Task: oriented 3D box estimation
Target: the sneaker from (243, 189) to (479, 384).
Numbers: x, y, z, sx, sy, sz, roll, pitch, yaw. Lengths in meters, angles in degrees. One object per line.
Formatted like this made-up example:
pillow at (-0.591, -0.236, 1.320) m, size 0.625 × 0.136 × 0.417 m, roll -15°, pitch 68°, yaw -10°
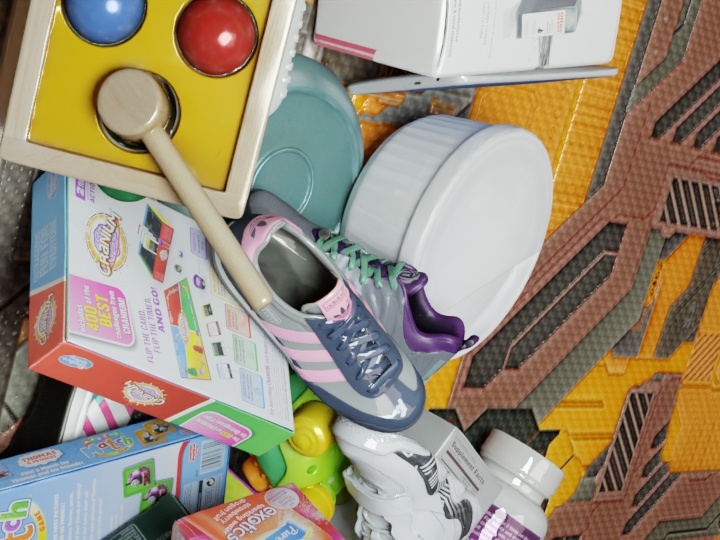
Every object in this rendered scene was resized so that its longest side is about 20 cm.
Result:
sneaker at (0.000, 0.000, 1.076) m, size 0.200 × 0.087 × 0.075 m, roll 45°, pitch 34°, yaw -13°

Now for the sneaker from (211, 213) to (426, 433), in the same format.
sneaker at (-0.020, 0.040, 1.006) m, size 0.200 × 0.082 × 0.070 m, roll 44°, pitch 69°, yaw -13°

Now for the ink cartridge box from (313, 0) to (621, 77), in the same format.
ink cartridge box at (0.085, -0.206, 1.109) m, size 0.199 × 0.145 × 0.086 m, roll -9°, pitch 113°, yaw -41°

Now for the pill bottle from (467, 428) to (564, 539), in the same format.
pill bottle at (0.110, 0.258, 1.378) m, size 0.201 × 0.112 × 0.112 m, roll -57°, pitch 136°, yaw -6°

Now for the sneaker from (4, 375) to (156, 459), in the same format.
sneaker at (-0.183, 0.119, 1.057) m, size 0.120 × 0.083 × 0.202 m, roll 21°, pitch 93°, yaw -37°

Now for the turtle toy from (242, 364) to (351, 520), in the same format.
turtle toy at (-0.042, 0.104, 1.160) m, size 0.146 × 0.100 × 0.202 m, roll -43°, pitch 143°, yaw -53°

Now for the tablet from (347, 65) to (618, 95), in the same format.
tablet at (0.101, -0.155, 1.159) m, size 0.199 × 0.129 × 0.014 m, roll -11°, pitch 99°, yaw -43°

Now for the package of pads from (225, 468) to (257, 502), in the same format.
package of pads at (-0.152, 0.252, 1.155) m, size 0.201 × 0.068 × 0.155 m, roll -53°, pitch 136°, yaw -12°

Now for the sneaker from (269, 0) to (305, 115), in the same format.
sneaker at (-0.077, -0.164, 1.016) m, size 0.080 × 0.076 × 0.201 m, roll 30°, pitch 99°, yaw -29°

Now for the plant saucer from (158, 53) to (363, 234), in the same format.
plant saucer at (-0.067, -0.067, 1.116) m, size 0.199 × 0.027 × 0.202 m, roll -20°, pitch 122°, yaw -37°

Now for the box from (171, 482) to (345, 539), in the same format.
box at (-0.074, 0.261, 0.985) m, size 0.099 × 0.095 × 0.202 m, roll -12°, pitch 126°, yaw -34°

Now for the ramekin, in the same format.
ramekin at (0.067, -0.034, 1.191) m, size 0.202 × 0.094 × 0.204 m, roll -34°, pitch 137°, yaw -38°

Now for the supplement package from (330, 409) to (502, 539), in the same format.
supplement package at (0.011, 0.221, 1.264) m, size 0.201 × 0.113 × 0.110 m, roll -52°, pitch 135°, yaw -15°

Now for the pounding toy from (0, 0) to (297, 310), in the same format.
pounding toy at (-0.122, -0.106, 0.902) m, size 0.182 × 0.142 × 0.202 m, roll 14°, pitch 102°, yaw -8°

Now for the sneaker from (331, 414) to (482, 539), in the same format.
sneaker at (0.019, 0.193, 1.124) m, size 0.116 × 0.075 × 0.200 m, roll -57°, pitch 140°, yaw -12°

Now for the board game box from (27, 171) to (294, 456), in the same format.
board game box at (-0.135, 0.027, 0.994) m, size 0.040 × 0.154 × 0.199 m, roll -34°, pitch 136°, yaw 31°

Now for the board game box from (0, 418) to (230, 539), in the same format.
board game box at (-0.188, 0.186, 1.011) m, size 0.198 × 0.037 × 0.153 m, roll -13°, pitch 124°, yaw -35°

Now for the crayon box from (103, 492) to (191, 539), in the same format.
crayon box at (-0.147, 0.268, 1.038) m, size 0.126 × 0.051 × 0.201 m, roll -34°, pitch 137°, yaw -18°
